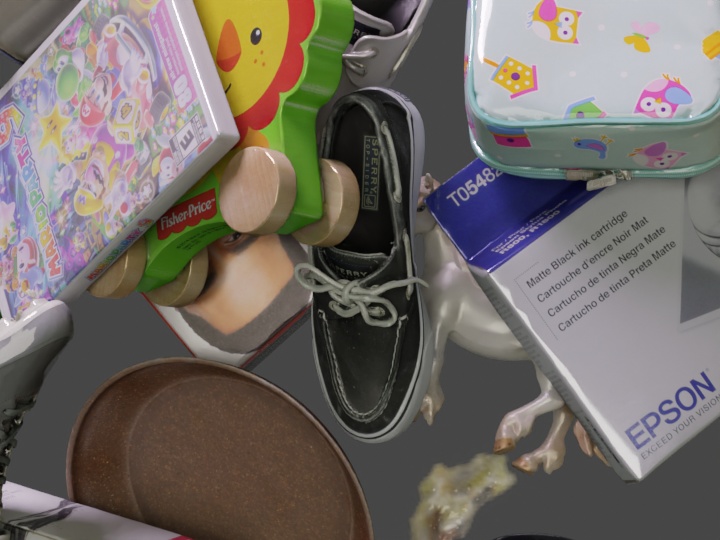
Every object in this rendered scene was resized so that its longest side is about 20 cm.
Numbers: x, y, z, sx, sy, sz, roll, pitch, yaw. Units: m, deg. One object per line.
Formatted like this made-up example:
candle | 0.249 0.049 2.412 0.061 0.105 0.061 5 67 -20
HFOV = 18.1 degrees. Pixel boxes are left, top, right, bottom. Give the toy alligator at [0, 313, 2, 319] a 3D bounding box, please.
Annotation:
toy alligator | -0.269 0.068 1.373 0.200 0.059 0.054 -41 125 6

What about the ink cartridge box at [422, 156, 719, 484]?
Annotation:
ink cartridge box | 0.169 -0.018 1.280 0.199 0.041 0.200 -37 89 -11

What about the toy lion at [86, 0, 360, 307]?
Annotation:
toy lion | -0.079 -0.095 1.245 0.199 0.068 0.193 -22 68 42

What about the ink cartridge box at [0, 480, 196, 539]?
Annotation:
ink cartridge box | -0.179 0.212 1.313 0.199 0.083 0.146 15 102 20

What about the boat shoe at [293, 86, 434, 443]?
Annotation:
boat shoe | 0.003 0.000 1.257 0.073 0.068 0.201 9 100 17

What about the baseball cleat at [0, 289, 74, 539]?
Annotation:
baseball cleat | -0.208 0.107 1.248 0.200 0.070 0.107 -44 80 21

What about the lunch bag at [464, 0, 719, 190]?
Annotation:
lunch bag | 0.139 -0.142 1.269 0.159 0.077 0.201 2 63 5

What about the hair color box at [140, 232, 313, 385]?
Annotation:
hair color box | -0.105 -0.040 1.343 0.101 0.061 0.200 -42 85 5

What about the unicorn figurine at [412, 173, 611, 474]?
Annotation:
unicorn figurine | 0.068 0.031 1.318 0.199 0.074 0.138 23 82 -5

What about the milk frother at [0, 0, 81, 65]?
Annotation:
milk frother | -0.169 -0.260 1.324 0.188 0.200 0.181 -36 113 20

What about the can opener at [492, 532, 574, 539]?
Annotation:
can opener | 0.053 0.195 1.283 0.199 0.064 0.079 3 49 -26

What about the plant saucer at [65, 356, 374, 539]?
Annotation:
plant saucer | -0.077 0.134 1.318 0.199 0.037 0.202 11 118 20

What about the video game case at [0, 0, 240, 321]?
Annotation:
video game case | -0.151 -0.072 1.255 0.200 0.018 0.144 -41 56 33

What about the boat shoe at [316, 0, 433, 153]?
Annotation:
boat shoe | 0.002 -0.141 1.326 0.072 0.066 0.201 37 94 7
